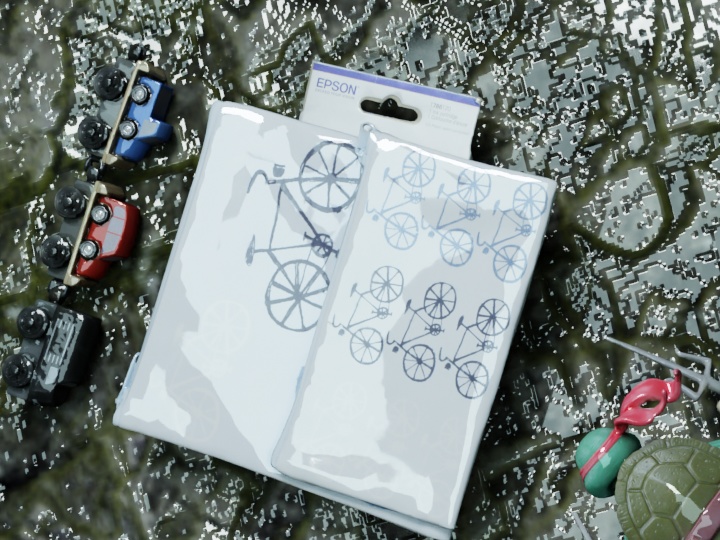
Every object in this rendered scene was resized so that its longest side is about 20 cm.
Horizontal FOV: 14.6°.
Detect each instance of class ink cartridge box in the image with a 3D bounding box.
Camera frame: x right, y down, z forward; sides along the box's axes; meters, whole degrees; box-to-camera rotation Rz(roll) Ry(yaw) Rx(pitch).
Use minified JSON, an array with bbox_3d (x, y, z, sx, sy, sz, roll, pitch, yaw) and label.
[{"bbox_3d":[0.000,0.000,1.452,0.099,0.039,0.201,15,90,20],"label":"ink cartridge box"}]

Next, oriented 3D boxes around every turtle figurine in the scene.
[{"bbox_3d":[0.167,0.127,1.354,0.200,0.101,0.150,37,96,13],"label":"turtle figurine"}]

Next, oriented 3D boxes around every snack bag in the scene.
[{"bbox_3d":[-0.016,0.017,1.425,0.199,0.021,0.189,18,91,19],"label":"snack bag"}]

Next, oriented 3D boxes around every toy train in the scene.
[{"bbox_3d":[-0.142,-0.022,1.504,0.046,0.034,0.201,18,90,16],"label":"toy train"}]
